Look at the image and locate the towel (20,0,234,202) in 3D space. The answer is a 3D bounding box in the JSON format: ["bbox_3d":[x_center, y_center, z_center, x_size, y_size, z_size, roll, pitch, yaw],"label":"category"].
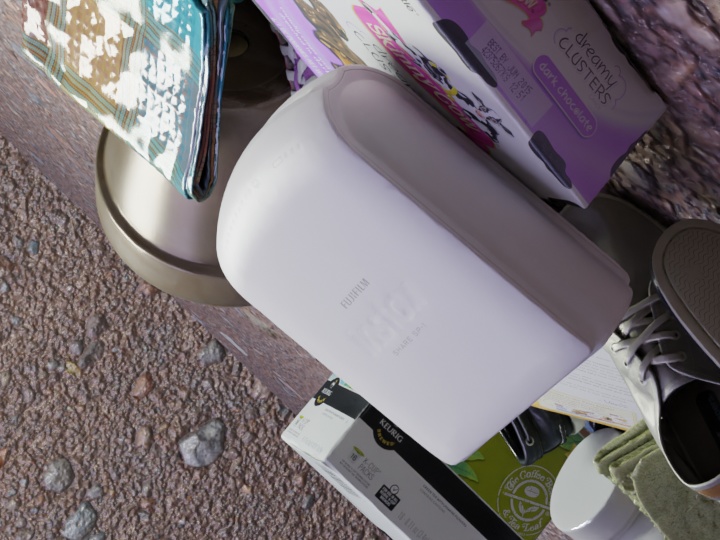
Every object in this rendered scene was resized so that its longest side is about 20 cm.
[{"bbox_3d":[-0.155,-0.149,0.987,0.199,0.022,0.148,37,135,31],"label":"towel"}]

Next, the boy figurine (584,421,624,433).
[{"bbox_3d":[0.135,0.072,1.243,0.199,0.065,0.125,34,165,40],"label":"boy figurine"}]

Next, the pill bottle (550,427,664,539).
[{"bbox_3d":[0.241,0.202,1.165,0.199,0.114,0.113,33,172,-18],"label":"pill bottle"}]

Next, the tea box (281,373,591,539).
[{"bbox_3d":[0.076,0.146,1.377,0.200,0.197,0.133,43,169,-16],"label":"tea box"}]

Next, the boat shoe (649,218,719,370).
[{"bbox_3d":[0.228,0.053,0.823,0.199,0.072,0.068,39,165,3],"label":"boat shoe"}]

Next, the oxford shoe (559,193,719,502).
[{"bbox_3d":[0.167,0.039,0.871,0.057,0.075,0.202,8,-131,-56],"label":"oxford shoe"}]

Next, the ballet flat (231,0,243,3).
[{"bbox_3d":[-0.131,-0.234,0.947,0.070,0.068,0.200,7,152,34],"label":"ballet flat"}]

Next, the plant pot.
[{"bbox_3d":[-0.090,-0.103,1.084,0.199,0.200,0.174,38,153,16],"label":"plant pot"}]

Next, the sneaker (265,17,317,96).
[{"bbox_3d":[-0.025,-0.110,0.959,0.201,0.114,0.073,46,170,-3],"label":"sneaker"}]

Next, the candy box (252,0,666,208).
[{"bbox_3d":[0.035,-0.126,0.803,0.168,0.072,0.199,47,167,-28],"label":"candy box"}]

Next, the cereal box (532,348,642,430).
[{"bbox_3d":[0.172,0.057,1.008,0.142,0.040,0.200,15,160,16],"label":"cereal box"}]

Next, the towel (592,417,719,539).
[{"bbox_3d":[0.249,0.133,0.932,0.200,0.148,0.037,45,-156,-22],"label":"towel"}]

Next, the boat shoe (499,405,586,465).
[{"bbox_3d":[0.076,0.061,1.146,0.200,0.066,0.074,48,167,-7],"label":"boat shoe"}]

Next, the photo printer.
[{"bbox_3d":[0.021,-0.004,0.818,0.199,0.070,0.166,40,141,-3],"label":"photo printer"}]
